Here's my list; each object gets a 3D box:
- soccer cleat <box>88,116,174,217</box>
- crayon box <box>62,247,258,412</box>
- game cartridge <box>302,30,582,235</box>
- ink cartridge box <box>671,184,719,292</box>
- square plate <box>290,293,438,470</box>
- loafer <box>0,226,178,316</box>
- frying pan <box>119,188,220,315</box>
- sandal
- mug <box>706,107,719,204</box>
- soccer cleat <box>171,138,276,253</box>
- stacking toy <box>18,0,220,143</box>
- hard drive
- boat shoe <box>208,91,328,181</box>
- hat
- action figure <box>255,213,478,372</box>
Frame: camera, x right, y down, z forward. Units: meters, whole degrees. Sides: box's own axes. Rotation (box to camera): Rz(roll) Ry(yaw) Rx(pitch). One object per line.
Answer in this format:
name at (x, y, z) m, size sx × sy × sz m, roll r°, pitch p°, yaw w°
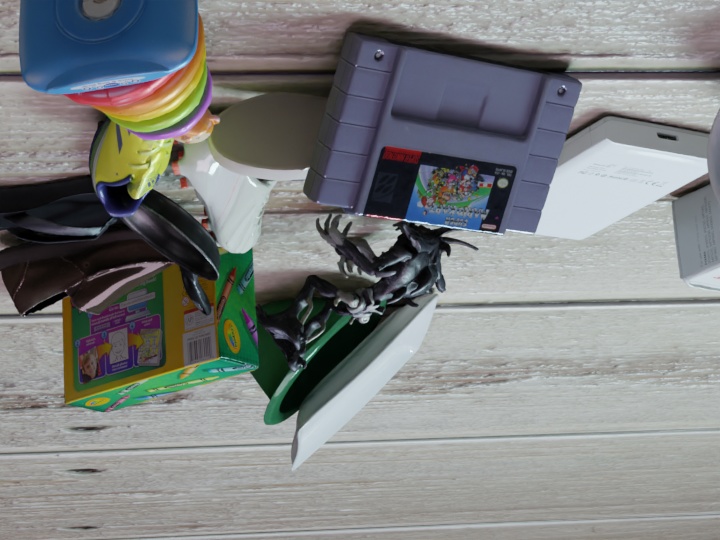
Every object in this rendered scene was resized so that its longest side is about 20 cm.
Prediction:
soccer cleat at (-0.154, -0.099, 1.430) m, size 0.064 × 0.084 × 0.200 m, roll 2°, pitch 160°, yaw -19°
crayon box at (-0.188, 0.051, 1.817) m, size 0.199 × 0.119 × 0.058 m, roll -17°, pitch 158°, yaw 34°
game cartridge at (0.063, -0.095, 1.442) m, size 0.199 × 0.130 × 0.038 m, roll 7°, pitch -167°, yaw -31°
ink cartridge box at (0.394, -0.045, 1.722) m, size 0.145 × 0.085 × 0.200 m, roll 10°, pitch 155°, yaw -37°
square plate at (-0.004, 0.113, 2.033) m, size 0.200 × 0.028 × 0.198 m, roll -43°, pitch 170°, yaw -16°
loafer at (-0.223, 0.002, 1.717) m, size 0.199 × 0.071 × 0.073 m, roll -9°, pitch 179°, yaw 24°
frying pan at (-0.138, -0.012, 1.603) m, size 0.115 × 0.031 × 0.190 m, roll 22°, pitch 161°, yaw 45°
sandal at (-0.268, -0.042, 1.639) m, size 0.199 × 0.043 × 0.076 m, roll -4°, pitch 161°, yaw -1°
mug at (0.381, -0.095, 1.510) m, size 0.200 × 0.148 × 0.175 m, roll -44°, pitch 157°, yaw 15°
soccer cleat at (-0.096, -0.066, 1.575) m, size 0.077 × 0.070 × 0.200 m, roll -9°, pitch 158°, yaw 6°
stacking toy at (-0.138, -0.129, 1.285) m, size 0.116 × 0.110 × 0.200 m, roll -8°, pitch 157°, yaw 10°
hard drive at (0.199, -0.076, 1.674) m, size 0.131 × 0.027 × 0.200 m, roll 7°, pitch 158°, yaw -31°
boat shoe at (-0.019, -0.085, 1.494) m, size 0.199 × 0.075 × 0.093 m, roll -4°, pitch 151°, yaw -12°
hat at (-0.102, 0.043, 1.965) m, size 0.200 × 0.176 × 0.166 m, roll -47°, pitch 167°, yaw -4°
action figure at (0.000, 0.000, 1.750) m, size 0.200 × 0.102 × 0.119 m, roll -32°, pitch 151°, yaw 0°
